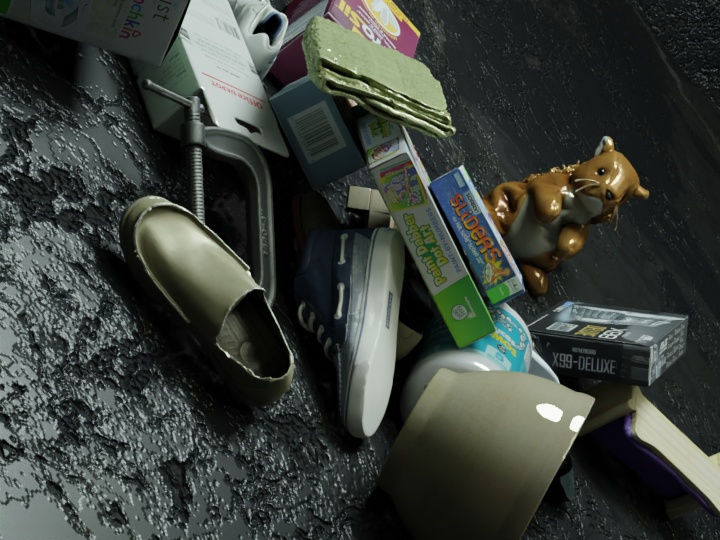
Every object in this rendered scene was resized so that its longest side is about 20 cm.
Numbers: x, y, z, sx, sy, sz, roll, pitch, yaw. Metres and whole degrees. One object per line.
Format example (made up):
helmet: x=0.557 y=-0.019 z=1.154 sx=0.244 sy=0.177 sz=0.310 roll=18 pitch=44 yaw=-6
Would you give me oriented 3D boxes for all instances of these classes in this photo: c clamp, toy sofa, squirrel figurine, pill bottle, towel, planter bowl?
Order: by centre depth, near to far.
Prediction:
c clamp: x=-0.128 y=-0.053 z=1.397 sx=0.171 sy=0.027 sz=0.200 roll=6 pitch=75 yaw=-58
planter bowl: x=0.099 y=0.166 z=1.420 sx=0.135 sy=0.200 sz=0.200 roll=30 pitch=23 yaw=8
towel: x=0.012 y=-0.182 z=1.541 sx=0.148 sy=0.037 sz=0.200 roll=24 pitch=19 yaw=-15
pill bottle: x=0.109 y=0.095 z=1.597 sx=0.111 sy=0.111 sz=0.200 roll=50 pitch=24 yaw=-10
toy sofa: x=0.338 y=0.216 z=1.893 sx=0.200 sy=0.083 sz=0.098 roll=41 pitch=37 yaw=-28
squirrel figurine: x=0.261 y=-0.092 z=2.027 sx=0.142 sy=0.187 sz=0.200 roll=51 pitch=24 yaw=-6

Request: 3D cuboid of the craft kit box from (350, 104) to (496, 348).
craft kit box: x=0.058 y=-0.053 z=1.558 sx=0.198 sy=0.048 sz=0.200 roll=-97 pitch=161 yaw=-66

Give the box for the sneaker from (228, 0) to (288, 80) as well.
sneaker: x=-0.109 y=-0.248 z=1.676 sx=0.074 sy=0.087 sz=0.200 roll=37 pitch=28 yaw=-30

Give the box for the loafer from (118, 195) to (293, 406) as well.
loafer: x=-0.114 y=0.020 z=1.309 sx=0.076 sy=0.068 sz=0.200 roll=-44 pitch=100 yaw=-27

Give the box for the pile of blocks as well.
pile of blocks: x=0.046 y=-0.033 z=1.728 sx=0.200 sy=0.082 sz=0.062 roll=19 pitch=74 yaw=-43

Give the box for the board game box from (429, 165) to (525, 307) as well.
board game box: x=0.117 y=-0.038 z=1.628 sx=0.135 sy=0.034 sz=0.200 roll=62 pitch=6 yaw=-2

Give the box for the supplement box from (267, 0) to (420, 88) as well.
supplement box: x=-0.019 y=-0.250 z=1.824 sx=0.131 sy=0.103 sz=0.200 roll=47 pitch=25 yaw=-19

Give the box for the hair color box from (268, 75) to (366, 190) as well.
hair color box: x=-0.035 y=-0.149 z=1.638 sx=0.099 sy=0.061 sz=0.200 roll=64 pitch=7 yaw=-8

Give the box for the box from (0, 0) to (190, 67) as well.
box: x=-0.237 y=-0.294 z=1.416 sx=0.176 sy=0.097 sz=0.200 roll=16 pitch=38 yaw=-20

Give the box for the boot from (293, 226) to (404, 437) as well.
boot: x=-0.017 y=0.055 z=1.484 sx=0.073 sy=0.090 sz=0.200 roll=57 pitch=38 yaw=-60

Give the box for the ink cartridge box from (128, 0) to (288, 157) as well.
ink cartridge box: x=-0.153 y=-0.180 z=1.531 sx=0.116 sy=0.067 sz=0.200 roll=21 pitch=41 yaw=-52

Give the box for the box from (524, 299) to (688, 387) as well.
box: x=0.281 y=0.082 z=1.883 sx=0.200 sy=0.158 sz=0.050 roll=-19 pitch=114 yaw=-65

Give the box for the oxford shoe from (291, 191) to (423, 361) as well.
oxford shoe: x=0.000 y=0.000 z=1.565 sx=0.070 sy=0.075 sz=0.200 roll=3 pitch=55 yaw=-60

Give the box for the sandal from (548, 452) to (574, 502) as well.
sandal: x=0.196 y=0.180 z=1.652 sx=0.200 sy=0.048 sz=0.075 roll=45 pitch=37 yaw=-60

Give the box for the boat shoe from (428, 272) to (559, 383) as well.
boat shoe: x=0.144 y=0.068 z=1.760 sx=0.200 sy=0.070 sz=0.066 roll=45 pitch=8 yaw=-14
